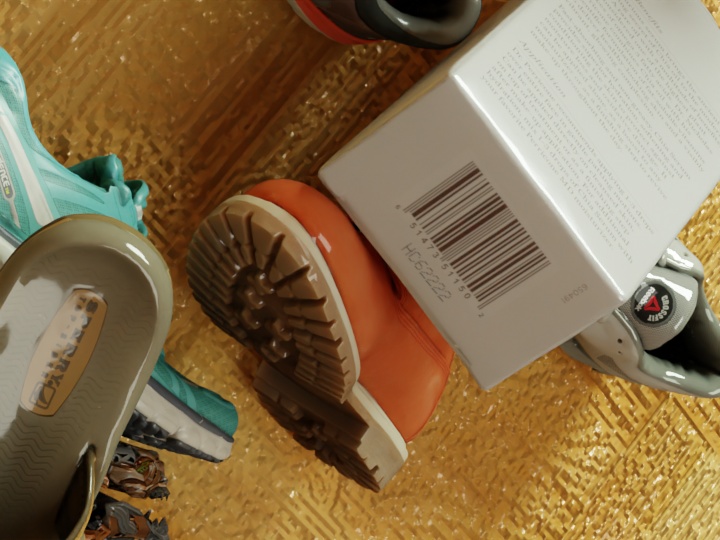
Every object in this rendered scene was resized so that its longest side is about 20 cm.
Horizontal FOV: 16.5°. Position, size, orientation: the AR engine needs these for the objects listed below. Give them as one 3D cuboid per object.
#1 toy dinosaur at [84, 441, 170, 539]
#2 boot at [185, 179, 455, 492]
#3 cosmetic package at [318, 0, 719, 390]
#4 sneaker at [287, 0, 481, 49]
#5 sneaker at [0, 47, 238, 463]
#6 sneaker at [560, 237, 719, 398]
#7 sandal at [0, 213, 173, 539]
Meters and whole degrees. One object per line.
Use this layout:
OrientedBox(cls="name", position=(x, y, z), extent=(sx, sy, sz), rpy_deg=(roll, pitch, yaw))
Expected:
OrientedBox(cls="toy dinosaur", position=(-0.161, 0.119, 0.881), extent=(0.199, 0.102, 0.136), rpy_deg=(-10, 101, -7))
OrientedBox(cls="boot", position=(0.000, 0.000, 0.939), extent=(0.107, 0.075, 0.200), rpy_deg=(-51, 157, -12))
OrientedBox(cls="cosmetic package", position=(0.075, -0.050, 0.924), extent=(0.102, 0.071, 0.200), rpy_deg=(53, 34, -4))
OrientedBox(cls="sneaker", position=(-0.017, -0.148, 0.882), extent=(0.200, 0.082, 0.077), rpy_deg=(41, 80, -42))
OrientedBox(cls="sneaker", position=(-0.097, 0.001, 0.884), extent=(0.080, 0.077, 0.200), rpy_deg=(-56, 134, -20))
OrientedBox(cls="sneaker", position=(0.097, -0.010, 1.034), extent=(0.200, 0.088, 0.074), rpy_deg=(39, 83, -41))
OrientedBox(cls="sandal", position=(-0.116, 0.078, 0.811), extent=(0.080, 0.054, 0.201), rpy_deg=(23, 94, -19))
